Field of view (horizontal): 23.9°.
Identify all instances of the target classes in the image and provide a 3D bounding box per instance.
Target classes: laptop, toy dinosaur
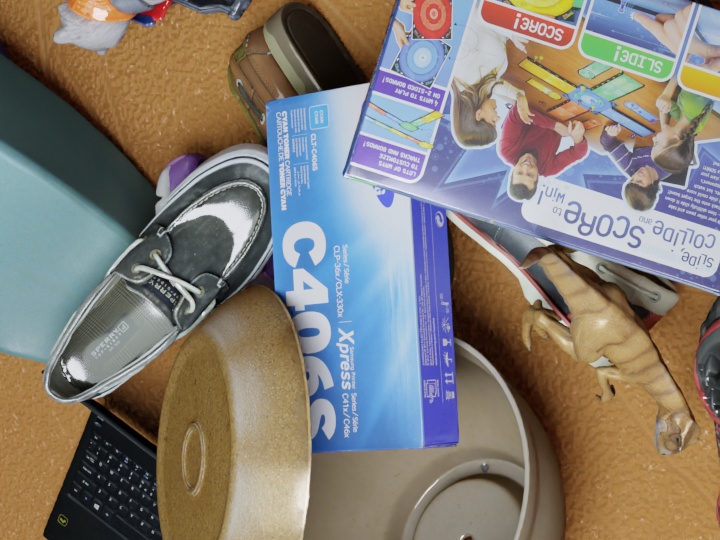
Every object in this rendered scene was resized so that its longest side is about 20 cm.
[{"bbox_3d":[-0.151,0.178,1.166,0.177,0.103,0.201,35,119,16],"label":"laptop"},{"bbox_3d":[0.122,0.020,0.891,0.200,0.061,0.106,45,172,-35],"label":"toy dinosaur"}]

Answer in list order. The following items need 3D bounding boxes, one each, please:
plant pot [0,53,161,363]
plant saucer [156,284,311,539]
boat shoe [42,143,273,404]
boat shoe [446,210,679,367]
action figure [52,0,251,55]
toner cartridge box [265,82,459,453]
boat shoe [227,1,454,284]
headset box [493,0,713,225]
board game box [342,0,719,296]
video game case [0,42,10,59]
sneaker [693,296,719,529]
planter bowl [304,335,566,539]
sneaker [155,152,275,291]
[{"bbox_3d":[-0.224,-0.036,1.090,0.199,0.142,0.142,31,110,-16],"label":"plant pot"},{"bbox_3d":[-0.080,0.108,0.971,0.200,0.035,0.202,-175,90,-67],"label":"plant saucer"},{"bbox_3d":[-0.114,0.012,1.015,0.072,0.071,0.200,39,106,-6],"label":"boat shoe"},{"bbox_3d":[0.096,-0.035,0.979,0.200,0.071,0.063,48,116,6],"label":"boat shoe"},{"bbox_3d":[-0.162,-0.230,1.046,0.199,0.104,0.195,17,104,22],"label":"action figure"},{"bbox_3d":[0.000,0.000,0.951,0.094,0.043,0.202,-6,84,31],"label":"toner cartridge box"},{"bbox_3d":[-0.013,-0.062,1.037,0.068,0.072,0.201,-35,77,34],"label":"boat shoe"},{"bbox_3d":[0.101,-0.145,0.902,0.148,0.075,0.201,-21,96,0],"label":"headset box"},{"bbox_3d":[0.104,-0.081,0.852,0.198,0.034,0.136,18,94,-4],"label":"board game box"},{"bbox_3d":[-0.352,-0.155,1.170,0.181,0.045,0.201,-31,87,13],"label":"video game case"},{"bbox_3d":[0.228,0.083,0.945,0.070,0.098,0.201,-5,127,18],"label":"sneaker"},{"bbox_3d":[0.040,0.149,1.009,0.199,0.135,0.202,-14,62,29],"label":"planter bowl"},{"bbox_3d":[-0.058,0.011,1.082,0.088,0.080,0.201,-26,90,20],"label":"sneaker"}]
